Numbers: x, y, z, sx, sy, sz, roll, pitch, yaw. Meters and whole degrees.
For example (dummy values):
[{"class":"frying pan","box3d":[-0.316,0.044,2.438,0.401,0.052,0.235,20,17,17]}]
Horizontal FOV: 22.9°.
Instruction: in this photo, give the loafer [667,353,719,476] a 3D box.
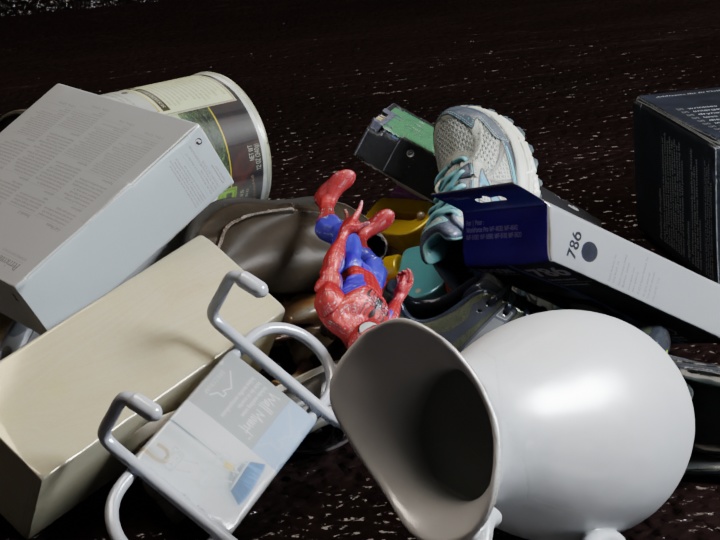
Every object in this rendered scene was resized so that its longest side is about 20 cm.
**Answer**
[{"class":"loafer","box3d":[0.178,0.082,1.020,0.200,0.068,0.070,3,8,10]}]

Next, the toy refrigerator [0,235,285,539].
[{"class":"toy refrigerator","box3d":[-0.143,0.066,1.045,0.076,0.070,0.200,40,49,16]}]

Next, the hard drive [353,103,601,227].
[{"class":"hard drive","box3d":[0.095,-0.063,1.399,0.199,0.038,0.140,30,13,1]}]

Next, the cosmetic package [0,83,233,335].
[{"class":"cosmetic package","box3d":[-0.193,-0.043,1.126,0.151,0.052,0.200,-41,32,-19]}]

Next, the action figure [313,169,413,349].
[{"class":"action figure","box3d":[0.000,0.000,1.114,0.052,0.065,0.200,-33,25,17]}]

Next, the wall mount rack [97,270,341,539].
[{"class":"wall mount rack","box3d":[-0.040,0.096,0.966,0.174,0.075,0.200,38,46,2]}]

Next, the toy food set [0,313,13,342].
[{"class":"toy food set","box3d":[-0.190,0.062,1.166,0.199,0.049,0.198,-21,30,-22]}]

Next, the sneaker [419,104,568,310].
[{"class":"sneaker","box3d":[0.081,-0.038,1.250,0.086,0.078,0.201,2,53,-30]}]

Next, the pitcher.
[{"class":"pitcher","box3d":[0.095,0.104,0.901,0.121,0.172,0.200,-32,-20,35]}]

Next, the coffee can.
[{"class":"coffee can","box3d":[-0.196,-0.082,1.514,0.200,0.147,0.146,-19,22,-41]}]

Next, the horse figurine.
[{"class":"horse figurine","box3d":[-0.078,0.038,1.261,0.199,0.050,0.133,3,24,28]}]

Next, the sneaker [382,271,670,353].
[{"class":"sneaker","box3d":[0.100,0.043,1.146,0.199,0.081,0.074,-3,17,3]}]

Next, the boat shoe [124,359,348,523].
[{"class":"boat shoe","box3d":[-0.050,0.100,1.056,0.199,0.057,0.067,-15,-20,-41]}]

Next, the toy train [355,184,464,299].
[{"class":"toy train","box3d":[0.008,0.009,1.345,0.150,0.056,0.200,-35,35,-10]}]

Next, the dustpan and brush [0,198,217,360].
[{"class":"dustpan and brush","box3d":[-0.188,-0.002,1.165,0.139,0.057,0.201,5,54,21]}]

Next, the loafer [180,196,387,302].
[{"class":"loafer","box3d":[-0.048,-0.016,1.208,0.071,0.073,0.200,9,17,31]}]

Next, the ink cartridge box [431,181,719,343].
[{"class":"ink cartridge box","box3d":[0.144,-0.001,1.158,0.199,0.039,0.099,24,-13,-26]}]

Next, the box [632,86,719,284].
[{"class":"box","box3d":[0.342,-0.075,1.416,0.199,0.125,0.197,-7,18,-8]}]
